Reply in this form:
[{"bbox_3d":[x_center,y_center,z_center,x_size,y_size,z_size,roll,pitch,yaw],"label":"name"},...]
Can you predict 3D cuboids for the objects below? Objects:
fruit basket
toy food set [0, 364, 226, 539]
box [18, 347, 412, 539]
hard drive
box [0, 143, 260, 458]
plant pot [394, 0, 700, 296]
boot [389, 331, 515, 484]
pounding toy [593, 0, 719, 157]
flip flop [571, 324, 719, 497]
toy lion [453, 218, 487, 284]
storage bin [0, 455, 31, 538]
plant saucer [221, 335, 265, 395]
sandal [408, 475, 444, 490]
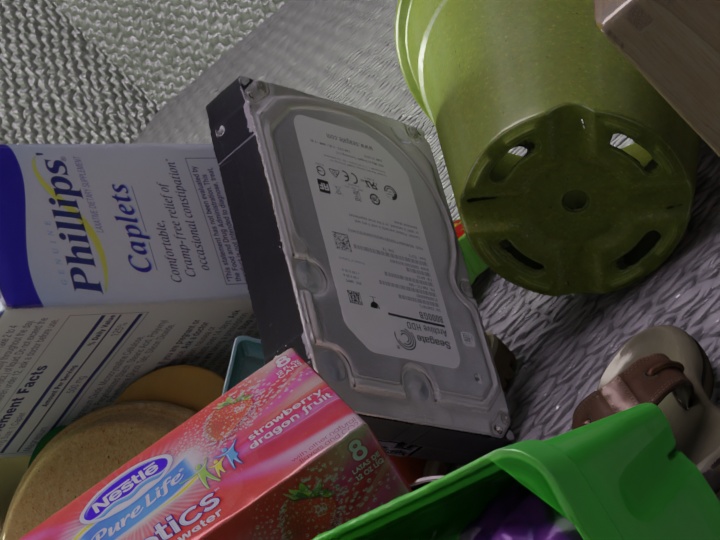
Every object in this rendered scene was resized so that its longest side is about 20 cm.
[{"bbox_3d":[0.029,0.159,0.735,0.216,0.156,0.216,-33,0,0],"label":"fruit basket"},{"bbox_3d":[-0.118,0.164,1.133,0.198,0.200,0.049,-33,-20,23],"label":"toy food set"},{"bbox_3d":[-0.072,0.138,0.916,0.200,0.095,0.103,-35,26,-6],"label":"box"},{"bbox_3d":[0.000,0.000,1.102,0.038,0.140,0.200,-37,55,36],"label":"hard drive"},{"bbox_3d":[-0.148,0.018,1.171,0.200,0.105,0.184,-2,-29,-33],"label":"box"},{"bbox_3d":[0.115,-0.088,1.174,0.200,0.200,0.190,-39,25,27],"label":"plant pot"},{"bbox_3d":[-0.001,0.083,1.139,0.075,0.107,0.200,-28,23,47],"label":"boot"},{"bbox_3d":[0.204,-0.141,0.996,0.142,0.184,0.200,-41,13,18],"label":"pounding toy"},{"bbox_3d":[0.120,0.063,0.905,0.081,0.058,0.200,-42,12,15],"label":"flip flop"},{"bbox_3d":[-0.008,0.035,1.386,0.192,0.069,0.200,-23,13,46],"label":"toy lion"},{"bbox_3d":[-0.199,0.165,1.300,0.094,0.200,0.199,-40,13,18],"label":"storage bin"},{"bbox_3d":[-0.052,0.134,1.065,0.019,0.070,0.200,112,171,-67],"label":"plant saucer"},{"bbox_3d":[0.041,0.122,0.974,0.080,0.057,0.201,-48,12,-12],"label":"sandal"}]
